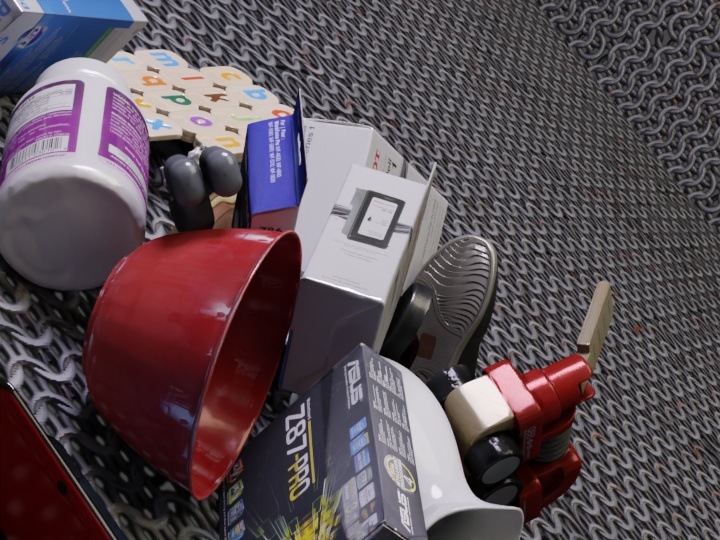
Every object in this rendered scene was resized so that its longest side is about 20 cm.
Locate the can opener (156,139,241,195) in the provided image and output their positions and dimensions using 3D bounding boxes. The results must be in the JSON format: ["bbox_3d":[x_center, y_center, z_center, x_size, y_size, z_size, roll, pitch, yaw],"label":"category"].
[{"bbox_3d":[-0.106,-0.063,1.636,0.200,0.053,0.066,47,21,-6],"label":"can opener"}]

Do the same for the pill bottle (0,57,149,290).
[{"bbox_3d":[-0.218,-0.081,1.357,0.112,0.112,0.200,39,23,-26],"label":"pill bottle"}]

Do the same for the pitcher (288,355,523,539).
[{"bbox_3d":[0.005,0.164,1.385,0.172,0.121,0.200,-19,48,-24],"label":"pitcher"}]

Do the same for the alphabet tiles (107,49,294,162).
[{"bbox_3d":[-0.155,-0.151,1.616,0.196,0.015,0.200,-11,38,-44],"label":"alphabet tiles"}]

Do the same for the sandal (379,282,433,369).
[{"bbox_3d":[0.028,0.075,1.511,0.048,0.200,0.075,27,64,-6],"label":"sandal"}]

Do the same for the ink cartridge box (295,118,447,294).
[{"bbox_3d":[-0.005,-0.033,1.588,0.200,0.084,0.146,37,64,-62],"label":"ink cartridge box"}]

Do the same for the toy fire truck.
[{"bbox_3d":[0.155,0.117,1.514,0.129,0.200,0.176,58,-15,32],"label":"toy fire truck"}]

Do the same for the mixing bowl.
[{"bbox_3d":[-0.127,0.050,1.249,0.108,0.200,0.200,19,18,10],"label":"mixing bowl"}]

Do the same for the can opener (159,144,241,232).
[{"bbox_3d":[-0.113,-0.061,1.292,0.200,0.053,0.066,-174,-113,-82],"label":"can opener"}]

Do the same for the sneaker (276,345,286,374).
[{"bbox_3d":[-0.069,0.044,1.499,0.082,0.070,0.200,58,20,18],"label":"sneaker"}]

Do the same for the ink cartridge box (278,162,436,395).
[{"bbox_3d":[0.000,0.000,1.392,0.068,0.116,0.200,17,38,4],"label":"ink cartridge box"}]

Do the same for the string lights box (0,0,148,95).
[{"bbox_3d":[-0.272,-0.197,1.464,0.059,0.103,0.200,53,20,10],"label":"string lights box"}]

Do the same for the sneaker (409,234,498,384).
[{"bbox_3d":[0.082,0.063,1.635,0.075,0.200,0.106,24,5,21],"label":"sneaker"}]

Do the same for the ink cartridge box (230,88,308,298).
[{"bbox_3d":[-0.074,-0.036,1.347,0.039,0.200,0.099,4,47,-11],"label":"ink cartridge box"}]

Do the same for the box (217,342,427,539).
[{"bbox_3d":[-0.030,0.167,1.231,0.049,0.161,0.200,38,24,-26],"label":"box"}]

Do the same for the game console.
[{"bbox_3d":[-0.151,0.161,1.057,0.200,0.119,0.172,54,21,12],"label":"game console"}]

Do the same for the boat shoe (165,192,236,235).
[{"bbox_3d":[-0.122,-0.023,1.508,0.068,0.072,0.200,47,18,-1],"label":"boat shoe"}]
